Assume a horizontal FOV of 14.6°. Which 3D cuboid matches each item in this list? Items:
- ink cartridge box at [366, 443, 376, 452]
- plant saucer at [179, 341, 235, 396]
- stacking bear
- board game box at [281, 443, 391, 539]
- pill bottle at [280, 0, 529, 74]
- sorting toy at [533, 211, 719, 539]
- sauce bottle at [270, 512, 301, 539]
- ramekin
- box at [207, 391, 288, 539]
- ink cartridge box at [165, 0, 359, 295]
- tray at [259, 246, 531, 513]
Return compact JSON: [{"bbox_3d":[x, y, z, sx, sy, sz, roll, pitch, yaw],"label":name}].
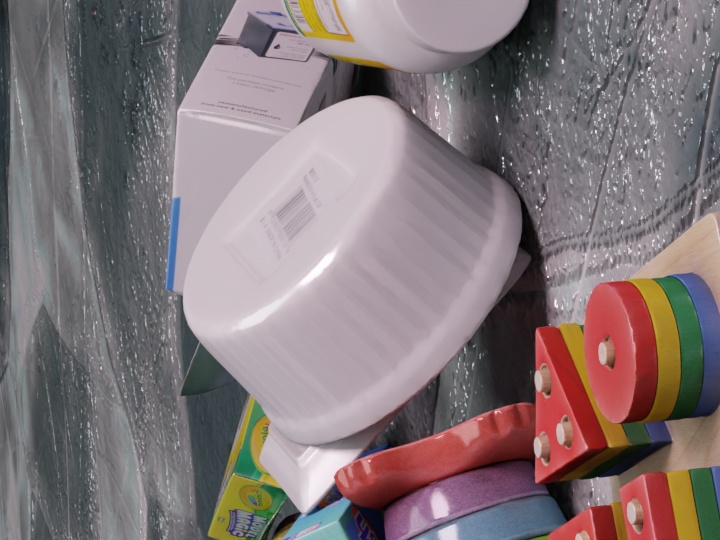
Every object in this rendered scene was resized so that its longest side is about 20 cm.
[{"bbox_3d":[-0.010,0.171,1.841,0.176,0.045,0.201,54,-164,-53],"label":"ink cartridge box"},{"bbox_3d":[-0.075,0.007,2.044,0.200,0.036,0.201,24,-90,-90],"label":"plant saucer"},{"bbox_3d":[0.078,0.192,1.577,0.114,0.121,0.201,41,-150,-75],"label":"stacking bear"},{"bbox_3d":[0.017,0.198,1.664,0.153,0.045,0.200,64,-168,-5],"label":"board game box"},{"bbox_3d":[0.028,-0.171,1.624,0.200,0.112,0.113,-159,65,-73],"label":"pill bottle"},{"bbox_3d":[0.142,0.094,1.385,0.200,0.069,0.200,131,132,-69],"label":"sorting toy"},{"bbox_3d":[-0.037,0.231,1.881,0.200,0.064,0.065,-84,-3,-67],"label":"sauce bottle"},{"bbox_3d":[-0.012,-0.006,1.639,0.200,0.098,0.201,-37,27,23],"label":"ramekin"},{"bbox_3d":[-0.063,0.111,2.010,0.117,0.048,0.201,114,170,-59],"label":"box"},{"bbox_3d":[-0.061,-0.089,1.860,0.200,0.085,0.147,-71,-10,-54],"label":"ink cartridge box"},{"bbox_3d":[0.013,0.049,1.665,0.200,0.022,0.107,-48,21,-1],"label":"tray"}]
